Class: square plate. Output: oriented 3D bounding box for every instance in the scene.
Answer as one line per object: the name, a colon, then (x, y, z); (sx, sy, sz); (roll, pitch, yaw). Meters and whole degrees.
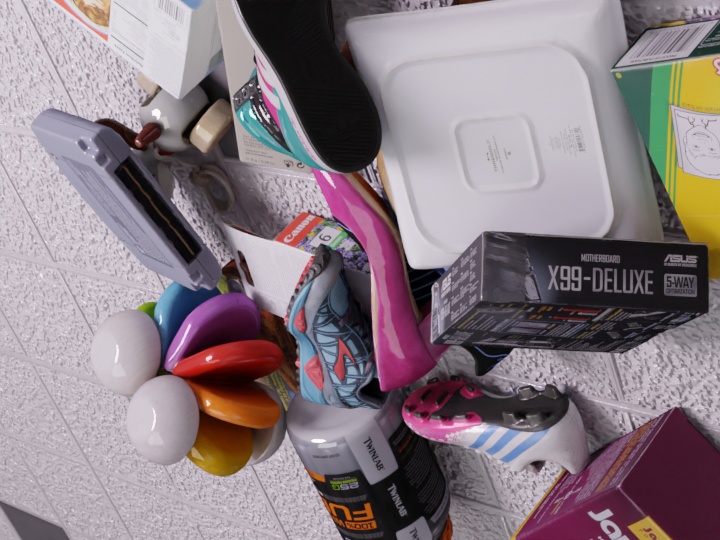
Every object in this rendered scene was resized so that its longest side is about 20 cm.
square plate: (0.097, -0.088, 1.045); (0.196, 0.028, 0.202); (-3, 120, 26)

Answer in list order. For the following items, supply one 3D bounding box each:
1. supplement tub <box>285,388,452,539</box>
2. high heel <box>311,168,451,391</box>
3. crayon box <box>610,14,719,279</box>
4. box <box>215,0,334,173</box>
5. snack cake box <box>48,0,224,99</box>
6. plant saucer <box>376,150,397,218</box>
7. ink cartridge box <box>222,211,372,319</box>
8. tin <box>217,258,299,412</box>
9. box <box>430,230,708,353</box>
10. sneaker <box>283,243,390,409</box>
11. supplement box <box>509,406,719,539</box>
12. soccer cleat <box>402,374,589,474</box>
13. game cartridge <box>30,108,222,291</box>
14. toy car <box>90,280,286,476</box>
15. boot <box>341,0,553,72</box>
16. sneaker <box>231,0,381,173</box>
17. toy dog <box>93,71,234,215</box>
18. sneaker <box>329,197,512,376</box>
supplement tub: (0.015, 0.200, 1.498); (0.122, 0.123, 0.201); (7, 133, 44)
high heel: (0.000, 0.000, 1.214); (0.200, 0.096, 0.067); (51, -170, -14)
crayon box: (0.279, -0.078, 0.945); (0.199, 0.058, 0.173); (-1, 127, 48)
box: (-0.063, -0.177, 1.181); (0.068, 0.083, 0.201); (11, 140, 14)
snack cake box: (-0.197, -0.248, 1.235); (0.199, 0.067, 0.115); (38, 149, 10)
plant saucer: (0.098, -0.040, 1.155); (0.198, 0.036, 0.201); (20, 156, 9)
ink cartridge box: (-0.030, 0.007, 1.398); (0.199, 0.050, 0.110); (20, 141, 35)
tin: (-0.092, 0.073, 1.554); (0.111, 0.042, 0.201); (9, 133, 37)
box: (0.142, 0.020, 1.083); (0.156, 0.050, 0.200); (3, 169, -6)
sneaker: (-0.006, 0.052, 1.323); (0.095, 0.080, 0.201); (16, 147, 16)
supplement box: (0.239, 0.221, 1.291); (0.131, 0.103, 0.200); (45, 147, 1)
soccer cleat: (0.120, 0.149, 1.371); (0.199, 0.070, 0.087); (0, 128, 48)
game cartridge: (-0.220, -0.068, 1.408); (0.133, 0.041, 0.201); (17, 150, 47)
toy car: (-0.147, 0.090, 1.457); (0.150, 0.174, 0.201); (-50, 57, 25)
boot: (0.063, -0.190, 1.051); (0.187, 0.068, 0.201); (27, 143, 26)
sneaker: (-0.056, -0.162, 1.077); (0.121, 0.083, 0.202); (-1, 111, 69)
toy dog: (-0.188, -0.114, 1.391); (0.131, 0.096, 0.201); (33, 146, 17)
sneaker: (0.047, 0.009, 1.271); (0.199, 0.070, 0.078); (35, 108, 13)
